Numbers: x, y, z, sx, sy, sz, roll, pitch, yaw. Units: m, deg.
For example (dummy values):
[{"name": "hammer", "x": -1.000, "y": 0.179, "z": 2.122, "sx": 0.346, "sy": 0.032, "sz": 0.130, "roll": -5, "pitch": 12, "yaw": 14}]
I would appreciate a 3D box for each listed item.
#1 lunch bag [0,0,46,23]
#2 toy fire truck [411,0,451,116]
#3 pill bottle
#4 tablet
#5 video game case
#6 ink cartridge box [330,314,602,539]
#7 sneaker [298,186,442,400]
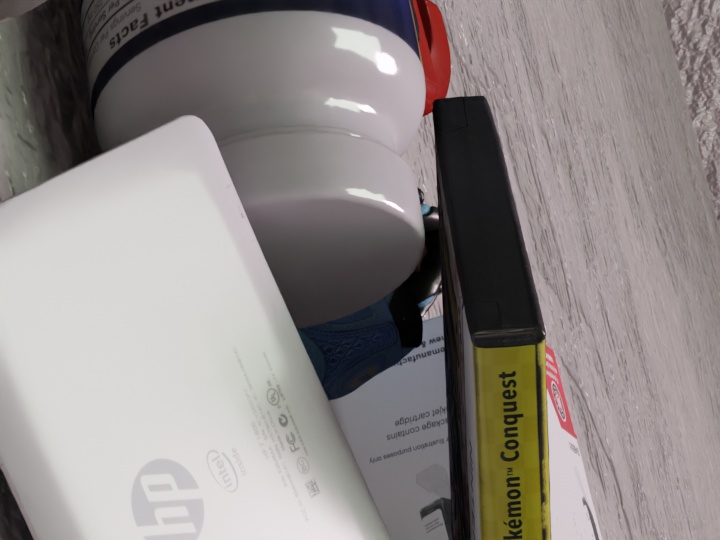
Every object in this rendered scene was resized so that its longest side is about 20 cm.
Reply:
[{"name": "lunch bag", "x": -0.111, "y": -0.171, "z": 0.693, "sx": 0.168, "sy": 0.139, "sz": 0.200, "roll": -55, "pitch": 150, "yaw": -13}, {"name": "toy fire truck", "x": -0.022, "y": -0.128, "z": 1.136, "sx": 0.200, "sy": 0.128, "sz": 0.177, "roll": 15, "pitch": 58, "yaw": -63}, {"name": "pill bottle", "x": -0.040, "y": -0.089, "z": 0.935, "sx": 0.116, "sy": 0.115, "sz": 0.201, "roll": 49, "pitch": 27, "yaw": -61}, {"name": "tablet", "x": -0.048, "y": 0.063, "z": 0.801, "sx": 0.130, "sy": 0.014, "sz": 0.201, "roll": -30, "pitch": 97, "yaw": -47}, {"name": "video game case", "x": 0.045, "y": 0.059, "z": 0.941, "sx": 0.200, "sy": 0.025, "sz": 0.182, "roll": -96, "pitch": -178, "yaw": -65}, {"name": "ink cartridge box", "x": 0.059, "y": 0.130, "z": 1.178, "sx": 0.144, "sy": 0.083, "sz": 0.202, "roll": 34, "pitch": 42, "yaw": -72}, {"name": "sneaker", "x": 0.000, "y": 0.000, "z": 1.079, "sx": 0.200, "sy": 0.089, "sz": 0.079, "roll": -84, "pitch": 154, "yaw": -65}]
